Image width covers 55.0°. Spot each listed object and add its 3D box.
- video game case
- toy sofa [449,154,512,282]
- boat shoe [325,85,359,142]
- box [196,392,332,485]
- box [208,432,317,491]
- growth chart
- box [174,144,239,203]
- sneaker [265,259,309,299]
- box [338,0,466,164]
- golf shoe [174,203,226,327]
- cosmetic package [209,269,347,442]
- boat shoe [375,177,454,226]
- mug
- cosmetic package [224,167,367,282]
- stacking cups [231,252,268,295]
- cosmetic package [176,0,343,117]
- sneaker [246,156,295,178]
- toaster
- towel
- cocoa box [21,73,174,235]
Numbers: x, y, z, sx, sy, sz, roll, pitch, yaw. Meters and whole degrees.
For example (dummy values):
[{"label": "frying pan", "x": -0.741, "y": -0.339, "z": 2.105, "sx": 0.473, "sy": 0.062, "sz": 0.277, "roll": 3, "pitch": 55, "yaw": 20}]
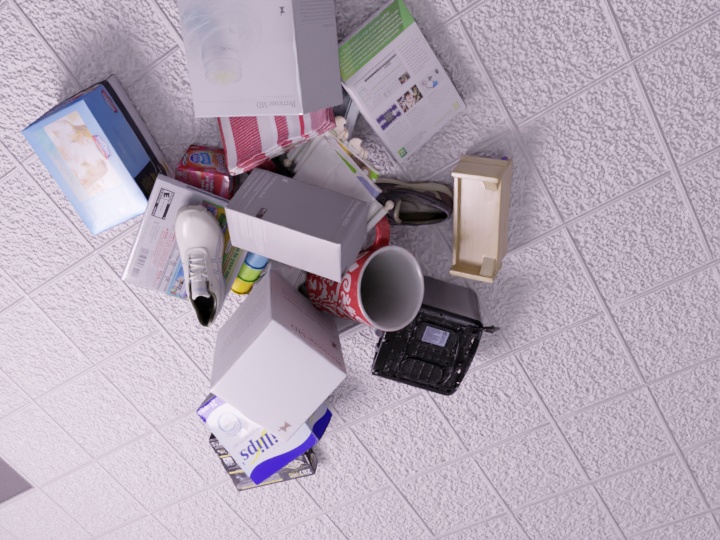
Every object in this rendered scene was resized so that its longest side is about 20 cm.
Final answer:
[{"label": "video game case", "x": -0.281, "y": -0.040, "z": 1.149, "sx": 0.179, "sy": 0.022, "sz": 0.203, "roll": 19, "pitch": 116, "yaw": -22}, {"label": "toy sofa", "x": 0.203, "y": -0.092, "z": 1.173, "sx": 0.081, "sy": 0.098, "sz": 0.204, "roll": 11, "pitch": 125, "yaw": 22}, {"label": "boat shoe", "x": -0.049, "y": -0.223, "z": 1.118, "sx": 0.066, "sy": 0.072, "sz": 0.203, "roll": 19, "pitch": 118, "yaw": -7}, {"label": "box", "x": -0.190, "y": 0.286, "z": 1.384, "sx": 0.183, "sy": 0.105, "sz": 0.201, "roll": -37, "pitch": 97, "yaw": 19}, {"label": "box", "x": -0.212, "y": 0.397, "z": 1.519, "sx": 0.195, "sy": 0.049, "sz": 0.164, "roll": -16, "pitch": 116, "yaw": 14}, {"label": "growth chart", "x": -0.035, "y": -0.144, "z": 1.090, "sx": 0.144, "sy": 0.018, "sz": 0.202, "roll": -37, "pitch": 88, "yaw": 29}, {"label": "box", "x": -0.264, "y": -0.100, "z": 1.196, "sx": 0.093, "sy": 0.101, "sz": 0.204, "roll": 8, "pitch": 122, "yaw": -2}, {"label": "sneaker", "x": -0.134, "y": 0.077, "z": 1.306, "sx": 0.097, "sy": 0.079, "sz": 0.204, "roll": 6, "pitch": 122, "yaw": -2}, {"label": "box", "x": 0.056, "y": -0.289, "z": 1.059, "sx": 0.144, "sy": 0.036, "sz": 0.201, "roll": -39, "pitch": 114, "yaw": -3}, {"label": "golf shoe", "x": -0.252, "y": -0.004, "z": 1.107, "sx": 0.076, "sy": 0.098, "sz": 0.204, "roll": -8, "pitch": 122, "yaw": -4}, {"label": "cosmetic package", "x": -0.142, "y": 0.142, "z": 1.188, "sx": 0.167, "sy": 0.201, "sz": 0.167, "roll": 39, "pitch": 103, "yaw": -21}, {"label": "boat shoe", "x": 0.063, "y": -0.111, "z": 1.177, "sx": 0.194, "sy": 0.065, "sz": 0.073, "roll": 2, "pitch": 123, "yaw": 5}, {"label": "mug", "x": 0.007, "y": 0.008, "z": 1.186, "sx": 0.132, "sy": 0.181, "sz": 0.198, "roll": 31, "pitch": 164, "yaw": -28}, {"label": "cosmetic package", "x": -0.095, "y": -0.071, "z": 1.057, "sx": 0.195, "sy": 0.108, "sz": 0.091, "roll": 15, "pitch": 138, "yaw": 16}, {"label": "stacking cups", "x": -0.176, "y": -0.033, "z": 1.225, "sx": 0.060, "sy": 0.061, "sz": 0.200, "roll": 32, "pitch": 132, "yaw": -14}, {"label": "cosmetic package", "x": -0.142, "y": -0.328, "z": 0.980, "sx": 0.195, "sy": 0.123, "sz": 0.205, "roll": 5, "pitch": 113, "yaw": 28}, {"label": "sneaker", "x": -0.140, "y": -0.145, "z": 1.167, "sx": 0.076, "sy": 0.084, "sz": 0.200, "roll": -37, "pitch": 111, "yaw": 25}, {"label": "toaster", "x": 0.129, "y": 0.119, "z": 1.277, "sx": 0.195, "sy": 0.120, "sz": 0.184, "roll": 15, "pitch": 122, "yaw": -4}, {"label": "towel", "x": -0.139, "y": -0.250, "z": 1.087, "sx": 0.196, "sy": 0.147, "sz": 0.023, "roll": -22, "pitch": 160, "yaw": 18}, {"label": "cocoa box", "x": -0.424, "y": -0.189, "z": 1.141, "sx": 0.131, "sy": 0.132, "sz": 0.203, "roll": -19, "pitch": 118, "yaw": 16}]
